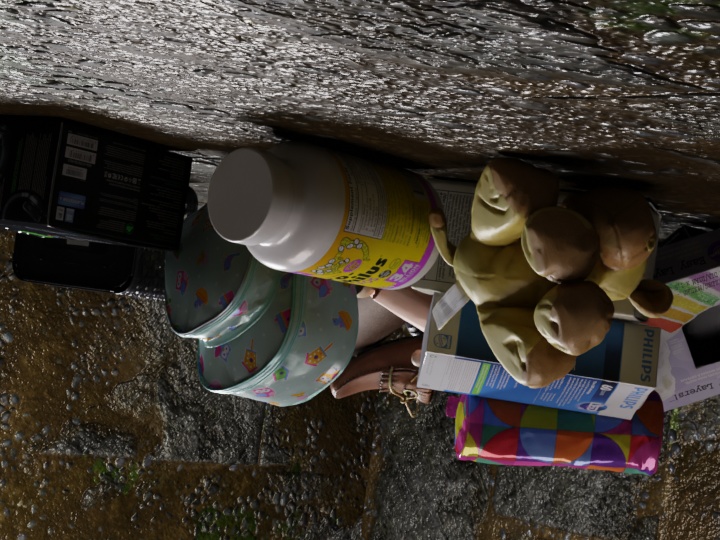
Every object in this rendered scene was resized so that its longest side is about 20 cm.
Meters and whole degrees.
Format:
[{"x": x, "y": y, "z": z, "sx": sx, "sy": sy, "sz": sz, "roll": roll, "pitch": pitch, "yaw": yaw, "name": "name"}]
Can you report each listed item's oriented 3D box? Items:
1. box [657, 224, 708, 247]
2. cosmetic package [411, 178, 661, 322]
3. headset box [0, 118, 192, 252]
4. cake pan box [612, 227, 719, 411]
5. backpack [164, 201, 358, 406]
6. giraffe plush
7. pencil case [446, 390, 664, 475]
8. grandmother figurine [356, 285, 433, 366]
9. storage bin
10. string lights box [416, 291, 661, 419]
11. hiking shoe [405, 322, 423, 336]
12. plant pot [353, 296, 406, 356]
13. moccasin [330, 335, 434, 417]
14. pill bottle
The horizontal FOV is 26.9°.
[{"x": 0.309, "y": 0.042, "z": 1.517, "sx": 0.193, "sy": 0.048, "sz": 0.200, "roll": 11, "pitch": 135, "yaw": -45, "name": "box"}, {"x": 0.155, "y": -0.017, "z": 1.322, "sx": 0.199, "sy": 0.104, "sz": 0.087, "roll": 9, "pitch": 177, "yaw": 20, "name": "cosmetic package"}, {"x": -0.288, "y": -0.080, "z": 1.381, "sx": 0.199, "sy": 0.093, "sz": 0.174, "roll": 7, "pitch": 177, "yaw": 34, "name": "headset box"}, {"x": 0.286, "y": 0.057, "z": 1.418, "sx": 0.199, "sy": 0.052, "sz": 0.184, "roll": -18, "pitch": 137, "yaw": 10, "name": "cake pan box"}, {"x": -0.089, "y": 0.021, "z": 1.401, "sx": 0.153, "sy": 0.201, "sz": 0.175, "roll": 11, "pitch": 149, "yaw": -43, "name": "backpack"}, {"x": 0.166, "y": -0.008, "z": 1.180, "sx": 0.161, "sy": 0.173, "sz": 0.200, "roll": -15, "pitch": 177, "yaw": -27, "name": "giraffe plush"}, {"x": 0.182, "y": 0.143, "z": 1.405, "sx": 0.199, "sy": 0.089, "sz": 0.088, "roll": 7, "pitch": 178, "yaw": -1, "name": "pencil case"}, {"x": 0.092, "y": 0.052, "z": 1.432, "sx": 0.199, "sy": 0.121, "sz": 0.061, "roll": 32, "pitch": -144, "yaw": -10, "name": "grandmother figurine"}, {"x": -0.297, "y": -0.043, "z": 1.741, "sx": 0.199, "sy": 0.136, "sz": 0.094, "roll": 6, "pitch": 177, "yaw": 36, "name": "storage bin"}, {"x": 0.154, "y": 0.078, "z": 1.330, "sx": 0.199, "sy": 0.059, "sz": 0.103, "roll": 9, "pitch": 158, "yaw": 0, "name": "string lights box"}, {"x": 0.128, "y": 0.034, "z": 1.709, "sx": 0.076, "sy": 0.101, "sz": 0.200, "roll": -18, "pitch": -162, "yaw": 46, "name": "hiking shoe"}, {"x": 0.000, "y": 0.000, "z": 1.606, "sx": 0.186, "sy": 0.188, "sz": 0.200, "roll": 9, "pitch": 165, "yaw": -31, "name": "plant pot"}, {"x": 0.067, "y": 0.113, "z": 1.632, "sx": 0.200, "sy": 0.078, "sz": 0.074, "roll": -9, "pitch": 162, "yaw": -7, "name": "moccasin"}, {"x": -0.028, "y": -0.046, "z": 1.215, "sx": 0.104, "sy": 0.105, "sz": 0.200, "roll": 6, "pitch": 177, "yaw": 41, "name": "pill bottle"}]
